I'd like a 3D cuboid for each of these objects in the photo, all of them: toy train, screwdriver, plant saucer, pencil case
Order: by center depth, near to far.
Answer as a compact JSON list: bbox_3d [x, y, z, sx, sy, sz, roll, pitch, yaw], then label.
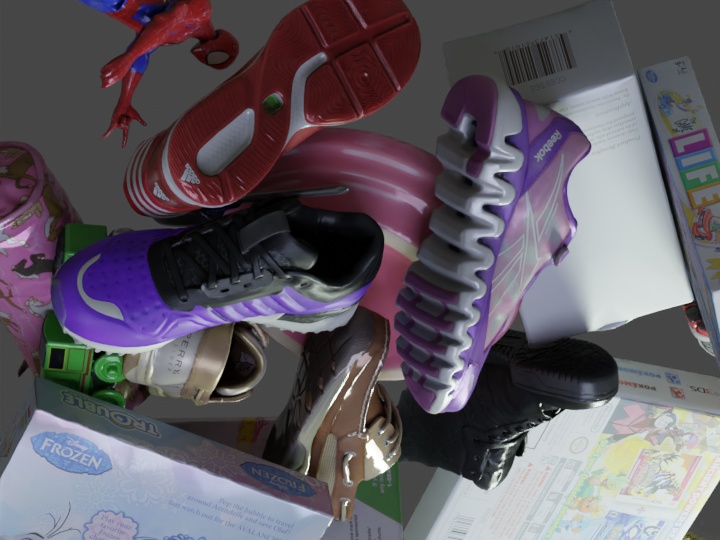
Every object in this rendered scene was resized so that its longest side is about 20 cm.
[{"bbox_3d":[-0.063,-0.045,1.622,0.199,0.029,0.028,-9,129,51],"label":"screwdriver"},{"bbox_3d":[-0.166,0.055,1.652,0.056,0.042,0.201,5,128,-10],"label":"toy train"},{"bbox_3d":[0.000,0.000,1.682,0.199,0.051,0.201,13,141,10],"label":"plant saucer"},{"bbox_3d":[-0.194,0.010,1.685,0.086,0.083,0.201,-22,133,2],"label":"pencil case"}]

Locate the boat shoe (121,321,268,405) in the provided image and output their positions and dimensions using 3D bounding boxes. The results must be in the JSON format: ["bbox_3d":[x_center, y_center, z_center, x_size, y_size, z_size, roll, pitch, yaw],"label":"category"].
[{"bbox_3d":[-0.091,0.052,1.680,0.069,0.200,0.074,19,93,8],"label":"boat shoe"}]

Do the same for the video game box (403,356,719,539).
[{"bbox_3d":[0.148,0.142,1.898,0.181,0.047,0.201,13,129,-18],"label":"video game box"}]

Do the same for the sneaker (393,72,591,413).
[{"bbox_3d":[0.081,-0.010,1.589,0.088,0.080,0.201,6,106,-29],"label":"sneaker"}]

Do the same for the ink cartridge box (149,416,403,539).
[{"bbox_3d":[-0.075,0.175,1.807,0.199,0.146,0.084,-1,163,-10],"label":"ink cartridge box"}]

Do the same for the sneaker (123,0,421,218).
[{"bbox_3d":[-0.062,-0.097,1.603,0.115,0.200,0.079,-15,105,56],"label":"sneaker"}]

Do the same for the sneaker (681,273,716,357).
[{"bbox_3d":[0.308,0.007,1.795,0.199,0.078,0.082,-15,149,7],"label":"sneaker"}]

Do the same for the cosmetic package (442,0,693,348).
[{"bbox_3d":[0.128,-0.056,1.687,0.112,0.081,0.201,-15,134,4],"label":"cosmetic package"}]

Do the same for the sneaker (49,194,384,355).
[{"bbox_3d":[-0.075,-0.007,1.555,0.199,0.070,0.100,-7,160,-28],"label":"sneaker"}]

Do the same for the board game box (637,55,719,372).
[{"bbox_3d":[0.214,-0.014,1.659,0.034,0.201,0.135,-15,134,4],"label":"board game box"}]

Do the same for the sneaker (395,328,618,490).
[{"bbox_3d":[0.092,0.093,1.774,0.060,0.199,0.105,-20,112,-39],"label":"sneaker"}]

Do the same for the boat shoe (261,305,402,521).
[{"bbox_3d":[-0.009,0.091,1.701,0.071,0.076,0.200,13,143,-9],"label":"boat shoe"}]

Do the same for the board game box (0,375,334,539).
[{"bbox_3d":[-0.149,0.183,1.684,0.199,0.043,0.200,22,115,-19],"label":"board game box"}]

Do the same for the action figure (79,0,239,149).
[{"bbox_3d":[-0.159,-0.137,1.548,0.199,0.065,0.100,21,81,-28],"label":"action figure"}]
